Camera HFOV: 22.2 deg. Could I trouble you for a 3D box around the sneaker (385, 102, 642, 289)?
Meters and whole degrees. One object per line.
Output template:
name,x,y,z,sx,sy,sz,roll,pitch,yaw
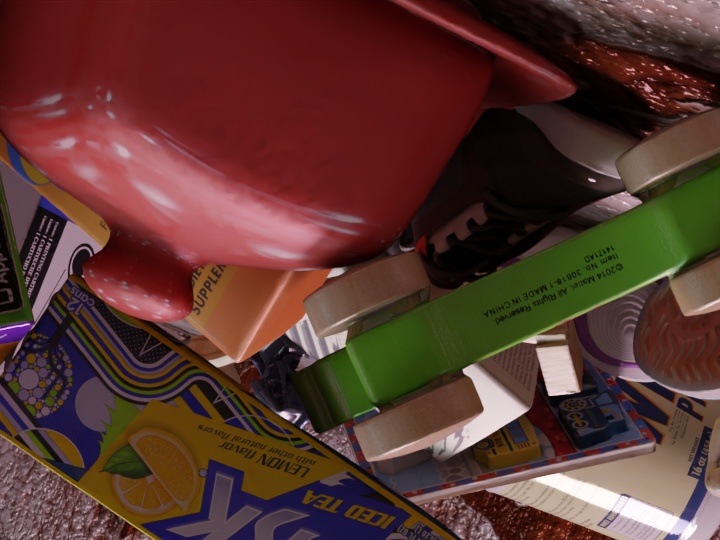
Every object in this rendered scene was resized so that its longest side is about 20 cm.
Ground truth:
sneaker,0.062,-0.027,0.798,0.077,0.082,0.200,22,173,-15

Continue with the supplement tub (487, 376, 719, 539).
supplement tub,0.156,0.101,1.268,0.199,0.146,0.145,21,173,-5

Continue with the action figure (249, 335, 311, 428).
action figure,-0.054,-0.018,1.041,0.104,0.201,0.193,-39,144,29

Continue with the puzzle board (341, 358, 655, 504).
puzzle board,0.061,0.064,1.021,0.150,0.018,0.200,-11,-157,-7

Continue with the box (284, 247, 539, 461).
box,0.000,0.000,0.912,0.200,0.082,0.068,41,127,-19

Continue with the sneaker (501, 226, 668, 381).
sneaker,0.107,-0.002,1.015,0.199,0.075,0.100,19,-163,-8

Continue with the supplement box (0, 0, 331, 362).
supplement box,-0.101,-0.052,0.815,0.200,0.067,0.069,40,-147,12

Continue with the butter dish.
butter dish,-0.059,-0.053,0.680,0.199,0.149,0.199,24,171,-28

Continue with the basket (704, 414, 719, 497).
basket,0.241,0.060,0.709,0.123,0.136,0.200,8,165,47

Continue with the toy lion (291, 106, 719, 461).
toy lion,0.064,0.013,0.723,0.199,0.069,0.192,-25,175,7

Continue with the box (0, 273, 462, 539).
box,-0.050,0.085,0.728,0.200,0.070,0.064,35,176,-5

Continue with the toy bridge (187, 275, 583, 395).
toy bridge,0.002,0.033,0.867,0.199,0.027,0.067,-5,129,18

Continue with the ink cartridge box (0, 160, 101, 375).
ink cartridge box,-0.178,-0.020,1.054,0.044,0.201,0.094,16,173,29

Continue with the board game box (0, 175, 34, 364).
board game box,-0.263,-0.035,0.732,0.199,0.201,0.200,-10,171,-23

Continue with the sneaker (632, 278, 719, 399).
sneaker,0.219,0.041,0.900,0.080,0.072,0.200,26,166,-30
